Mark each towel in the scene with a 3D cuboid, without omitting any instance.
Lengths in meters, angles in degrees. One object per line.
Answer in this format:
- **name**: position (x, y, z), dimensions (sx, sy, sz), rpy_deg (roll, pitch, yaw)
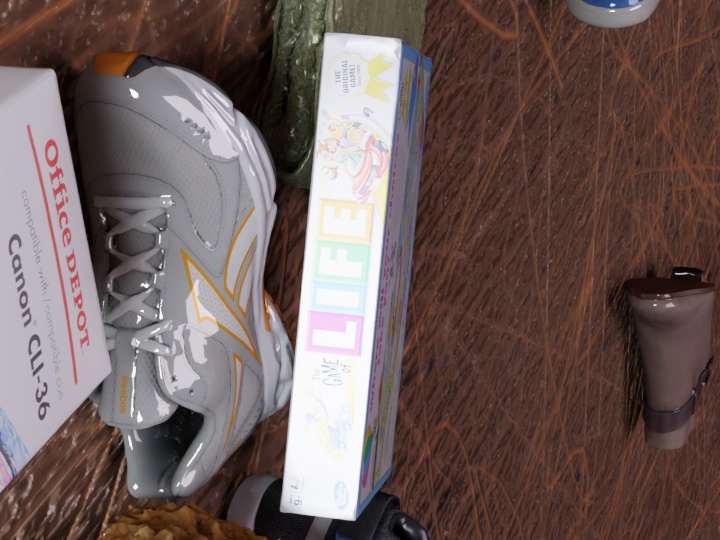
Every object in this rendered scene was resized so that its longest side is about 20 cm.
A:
- **towel**: position (-0.003, -0.132, 0.993), dimensions (0.148, 0.036, 0.202), rpy_deg (22, 74, -69)

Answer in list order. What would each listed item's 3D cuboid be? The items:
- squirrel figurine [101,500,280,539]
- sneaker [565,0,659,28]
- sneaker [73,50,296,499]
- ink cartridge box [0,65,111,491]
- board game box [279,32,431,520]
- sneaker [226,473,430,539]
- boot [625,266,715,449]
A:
- **squirrel figurine**: position (-0.033, 0.177, 0.783), dimensions (0.186, 0.141, 0.201), rpy_deg (-18, 84, -52)
- **sneaker**: position (0.179, -0.263, 1.374), dimensions (0.112, 0.076, 0.201), rpy_deg (83, 19, -44)
- **sneaker**: position (-0.077, 0.010, 0.789), dimensions (0.092, 0.075, 0.201), rpy_deg (-58, 146, -42)
- **ink cartridge box**: position (-0.141, 0.009, 0.623), dimensions (0.200, 0.067, 0.117), rpy_deg (-53, 143, -54)
- **board game box**: position (0.000, 0.000, 0.894), dimensions (0.134, 0.034, 0.202), rpy_deg (-16, 112, -83)
- **sneaker**: position (-0.008, 0.202, 0.953), dimensions (0.073, 0.111, 0.202), rpy_deg (-31, 123, -63)
- **boot**: position (0.261, 0.078, 1.690), dimensions (0.200, 0.070, 0.148), rpy_deg (-15, 111, -67)
